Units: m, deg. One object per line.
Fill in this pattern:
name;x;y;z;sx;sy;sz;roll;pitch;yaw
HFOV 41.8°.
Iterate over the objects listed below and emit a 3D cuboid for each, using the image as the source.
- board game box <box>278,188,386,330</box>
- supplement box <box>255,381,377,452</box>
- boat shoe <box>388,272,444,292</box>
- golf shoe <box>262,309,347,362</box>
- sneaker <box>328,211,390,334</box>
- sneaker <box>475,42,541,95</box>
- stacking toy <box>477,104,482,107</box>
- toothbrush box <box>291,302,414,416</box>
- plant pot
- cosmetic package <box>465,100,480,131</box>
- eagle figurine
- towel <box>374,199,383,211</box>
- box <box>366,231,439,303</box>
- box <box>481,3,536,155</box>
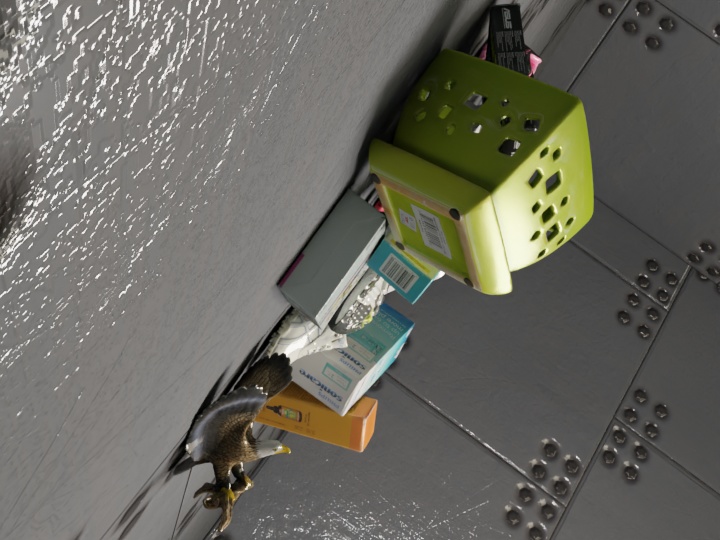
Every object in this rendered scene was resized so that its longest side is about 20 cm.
board game box;-0.032;-0.007;1.198;0.148;0.064;0.200;-53;174;-7
supplement box;-0.077;0.218;1.484;0.069;0.198;0.067;-53;153;-61
boat shoe;0.046;-0.006;1.547;0.198;0.068;0.072;-14;-141;32
golf shoe;-0.067;0.093;1.360;0.201;0.097;0.078;-53;177;-12
sneaker;0.000;0.000;1.352;0.201;0.084;0.075;-58;152;-21
sneaker;0.232;-0.317;1.489;0.200;0.095;0.079;-47;174;-49
stacking toy;0.219;-0.276;1.805;0.086;0.085;0.200;-56;171;17
toothbrush box;-0.027;0.114;1.487;0.200;0.146;0.086;-39;159;-52
plant pot;0.132;-0.102;1.079;0.182;0.198;0.201;-46;143;-19
cosmetic package;0.125;-0.197;1.409;0.102;0.074;0.200;-54;177;-1
eagle figurine;-0.164;0.214;1.258;0.151;0.149;0.202;30;-60;56
towel;0.017;-0.064;1.563;0.201;0.022;0.145;-58;174;35
box;0.086;-0.037;1.264;0.049;0.082;0.200;-52;175;33
box;0.194;-0.214;1.260;0.194;0.047;0.202;88;0;-62
